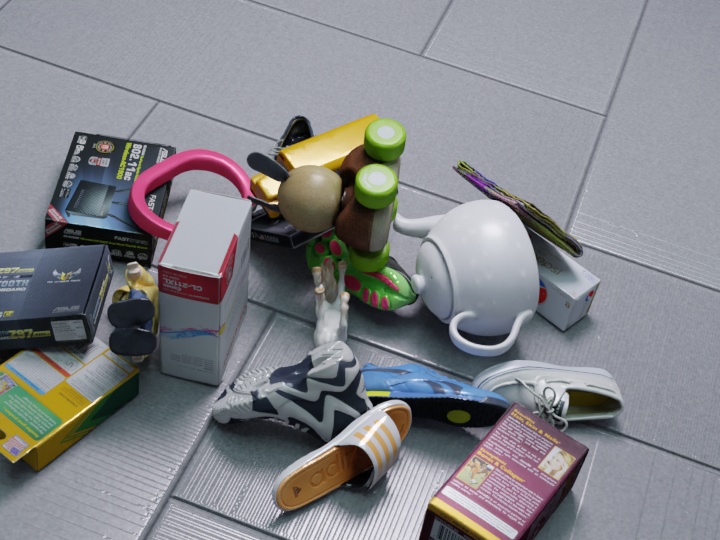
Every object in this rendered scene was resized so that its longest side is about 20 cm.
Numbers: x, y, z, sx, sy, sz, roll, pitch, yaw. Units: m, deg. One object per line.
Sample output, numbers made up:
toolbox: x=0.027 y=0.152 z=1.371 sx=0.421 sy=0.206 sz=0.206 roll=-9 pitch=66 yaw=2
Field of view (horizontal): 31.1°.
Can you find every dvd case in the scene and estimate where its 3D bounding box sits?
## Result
dvd case: x=-0.066 y=-0.088 z=1.840 sx=0.200 sy=0.025 sz=0.150 roll=-28 pitch=25 yaw=-33

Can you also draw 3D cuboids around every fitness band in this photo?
fitness band: x=-0.229 y=-0.100 z=1.789 sx=0.144 sy=0.037 sz=0.200 roll=37 pitch=42 yaw=15

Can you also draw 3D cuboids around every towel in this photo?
towel: x=0.220 y=-0.087 z=1.801 sx=0.144 sy=0.023 sz=0.200 roll=34 pitch=4 yaw=-32

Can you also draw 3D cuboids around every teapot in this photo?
teapot: x=0.140 y=0.007 z=1.728 sx=0.146 sy=0.198 sz=0.200 roll=-14 pitch=5 yaw=-17

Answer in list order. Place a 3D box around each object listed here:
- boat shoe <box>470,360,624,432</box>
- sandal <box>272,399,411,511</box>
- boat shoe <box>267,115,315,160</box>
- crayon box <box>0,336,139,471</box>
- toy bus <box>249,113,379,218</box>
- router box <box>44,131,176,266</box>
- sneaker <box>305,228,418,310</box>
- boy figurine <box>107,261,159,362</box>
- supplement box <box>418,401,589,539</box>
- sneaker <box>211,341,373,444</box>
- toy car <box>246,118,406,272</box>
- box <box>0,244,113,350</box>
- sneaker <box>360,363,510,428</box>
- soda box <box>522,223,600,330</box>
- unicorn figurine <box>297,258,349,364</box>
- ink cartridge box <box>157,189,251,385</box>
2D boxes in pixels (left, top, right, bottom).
boat shoe: x=0.245 y=0.170 z=1.656 sx=0.202 sy=0.075 sz=0.086 roll=5 pitch=27 yaw=-16
sandal: x=-0.008 y=0.234 z=1.539 sx=0.207 sy=0.079 sz=0.059 roll=-31 pitch=38 yaw=-25
boat shoe: x=-0.097 y=-0.163 z=1.907 sx=0.075 sy=0.062 sz=0.200 roll=0 pitch=34 yaw=11
crayon box: x=-0.383 y=0.155 z=1.564 sx=0.126 sy=0.052 sz=0.200 roll=34 pitch=48 yaw=21
toy bus: x=-0.054 y=-0.146 z=1.805 sx=0.200 sy=0.078 sz=0.065 roll=-25 pitch=67 yaw=-25
router box: x=-0.349 y=-0.103 z=1.821 sx=0.150 sy=0.062 sz=0.200 roll=9 pitch=45 yaw=-4
sneaker: x=0.000 y=0.000 z=1.795 sx=0.200 sy=0.077 sz=0.084 roll=37 pitch=15 yaw=33
boy figurine: x=-0.283 y=0.048 z=1.620 sx=0.064 sy=0.124 sz=0.200 roll=-4 pitch=10 yaw=-10
supplement box: x=0.171 y=0.266 z=1.540 sx=0.110 sy=0.086 sz=0.200 roll=31 pitch=48 yaw=20
sneaker: x=-0.074 y=0.177 z=1.591 sx=0.199 sy=0.130 sz=0.080 roll=-25 pitch=23 yaw=13
toy car: x=-0.050 y=-0.107 z=1.697 sx=0.200 sy=0.164 sz=0.158 roll=9 pitch=53 yaw=2
box: x=-0.424 y=0.034 z=1.630 sx=0.200 sy=0.051 sz=0.158 roll=-3 pitch=33 yaw=4
sneaker: x=0.092 y=0.149 z=1.636 sx=0.200 sy=0.066 sz=0.078 roll=4 pitch=49 yaw=10
soda box: x=0.239 y=-0.006 z=1.837 sx=0.064 sy=0.068 sz=0.200 roll=-31 pitch=58 yaw=-35
unicorn figurine: x=-0.045 y=0.075 z=1.675 sx=0.074 sy=0.137 sz=0.200 roll=11 pitch=29 yaw=14
ink cartridge box: x=-0.196 y=0.023 z=1.629 sx=0.083 sy=0.200 sz=0.146 roll=11 pitch=44 yaw=4
